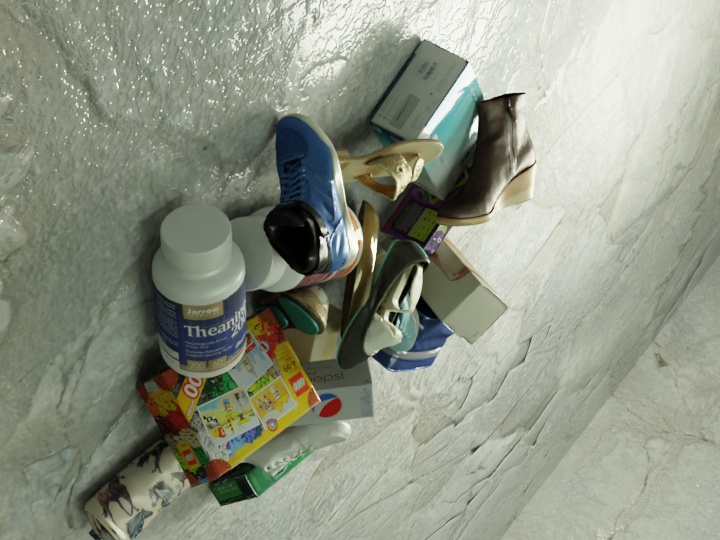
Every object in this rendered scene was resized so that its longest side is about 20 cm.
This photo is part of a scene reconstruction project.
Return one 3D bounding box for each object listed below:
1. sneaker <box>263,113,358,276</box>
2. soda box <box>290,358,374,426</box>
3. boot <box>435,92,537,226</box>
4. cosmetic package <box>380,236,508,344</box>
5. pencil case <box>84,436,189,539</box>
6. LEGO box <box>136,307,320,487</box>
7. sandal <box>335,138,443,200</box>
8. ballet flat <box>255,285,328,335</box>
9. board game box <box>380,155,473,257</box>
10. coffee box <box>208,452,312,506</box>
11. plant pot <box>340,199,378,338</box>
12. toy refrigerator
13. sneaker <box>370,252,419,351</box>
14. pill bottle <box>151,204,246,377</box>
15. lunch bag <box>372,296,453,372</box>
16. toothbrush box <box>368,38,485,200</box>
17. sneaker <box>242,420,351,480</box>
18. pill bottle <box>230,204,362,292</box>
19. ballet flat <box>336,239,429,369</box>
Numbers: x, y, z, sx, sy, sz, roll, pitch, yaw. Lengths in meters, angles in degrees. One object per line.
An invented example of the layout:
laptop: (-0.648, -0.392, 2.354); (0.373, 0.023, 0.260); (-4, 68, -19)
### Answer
sneaker: (-0.075, -0.091, 1.375); (0.111, 0.076, 0.203); (-17, 91, -57)
soda box: (-0.081, 0.176, 1.634); (0.196, 0.069, 0.064); (-6, 125, -4)
boot: (0.178, -0.164, 1.677); (0.198, 0.072, 0.169); (-23, 113, -33)
cosmetic package: (0.130, 0.008, 1.784); (0.087, 0.201, 0.103); (-44, 140, 8)
pencil case: (-0.277, 0.288, 1.529); (0.200, 0.077, 0.090); (-41, 125, -33)
LEGO box: (-0.170, 0.163, 1.492); (0.199, 0.150, 0.077); (-33, -175, -43)
sandal: (0.025, -0.123, 1.532); (0.209, 0.070, 0.078); (-7, 153, -25)
ballet flat: (-0.082, 0.046, 1.529); (0.065, 0.199, 0.071); (-38, 107, -21)
board game box: (0.125, -0.123, 1.765); (0.032, 0.120, 0.201); (41, 82, -41)
coffee box: (-0.131, 0.287, 1.770); (0.199, 0.044, 0.122); (-34, -175, -39)
plant pot: (0.000, 0.000, 1.644); (0.200, 0.027, 0.204); (-171, -90, -86)
toy refrigerator: (-0.089, 0.134, 1.707); (0.070, 0.075, 0.202); (-27, 140, -47)
sneaker: (0.041, 0.069, 1.674); (0.201, 0.073, 0.083); (73, 24, -46)
pill bottle: (-0.191, 0.024, 1.356); (0.111, 0.110, 0.202); (-39, 149, -34)
lunch bag: (0.070, 0.085, 1.866); (0.133, 0.136, 0.199); (-55, 154, 18)
toothbrush box: (0.109, -0.216, 1.665); (0.147, 0.085, 0.200); (-56, 154, -6)
sneaker: (-0.111, 0.260, 1.665); (0.075, 0.196, 0.090); (83, 5, -71)
pill bottle: (-0.090, -0.032, 1.480); (0.199, 0.109, 0.111); (-13, 130, -57)
ballet flat: (0.034, 0.055, 1.550); (0.068, 0.068, 0.202); (16, 101, -55)
